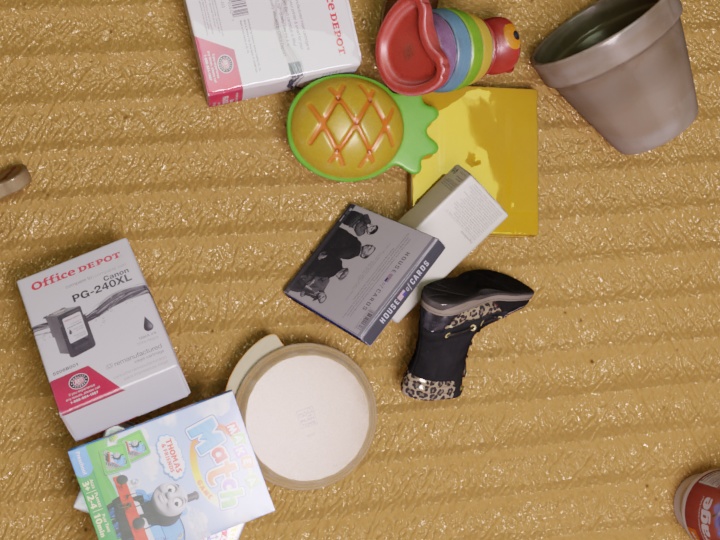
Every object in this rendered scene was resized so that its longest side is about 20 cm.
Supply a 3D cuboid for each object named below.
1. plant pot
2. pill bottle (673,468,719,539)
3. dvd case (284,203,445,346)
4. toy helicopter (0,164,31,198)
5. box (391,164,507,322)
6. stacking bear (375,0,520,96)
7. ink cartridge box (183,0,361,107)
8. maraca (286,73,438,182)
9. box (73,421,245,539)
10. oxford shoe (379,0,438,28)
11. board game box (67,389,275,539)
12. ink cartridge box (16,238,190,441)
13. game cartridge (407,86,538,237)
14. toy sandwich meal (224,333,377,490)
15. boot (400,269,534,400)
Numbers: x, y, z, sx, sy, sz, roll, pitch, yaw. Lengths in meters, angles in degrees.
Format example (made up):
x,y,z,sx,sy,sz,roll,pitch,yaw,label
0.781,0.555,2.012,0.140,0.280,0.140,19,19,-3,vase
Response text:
x,y,z,sx,sy,sz,roll,pitch,yaw,label
0.351,-0.255,1.409,0.200,0.200,0.174,-38,110,-8,plant pot
0.482,0.315,1.380,0.112,0.200,0.112,1,86,-8,pill bottle
0.000,0.000,1.330,0.150,0.200,0.025,-52,125,-7,dvd case
-0.482,-0.069,1.299,0.200,0.132,0.079,-39,123,-25,toy helicopter
0.085,-0.035,1.375,0.200,0.068,0.082,-43,112,4,box
0.128,-0.285,1.383,0.200,0.114,0.122,-13,83,-39,stacking bear
-0.114,-0.304,1.379,0.200,0.084,0.145,-13,89,-8,ink cartridge box
0.004,-0.181,1.380,0.200,0.107,0.137,0,95,-13,maraca
-0.233,0.268,1.323,0.200,0.101,0.113,22,84,-7,box
0.072,-0.360,1.418,0.071,0.071,0.200,14,87,-10,oxford shoe
-0.219,0.244,1.257,0.200,0.037,0.151,-20,89,-11,board game box
-0.308,0.078,1.285,0.145,0.083,0.200,-23,60,-10,ink cartridge box
0.150,-0.145,1.441,0.176,0.032,0.200,2,85,-8,game cartridge
-0.080,0.181,1.372,0.205,0.070,0.205,0,89,-13,toy sandwich meal
0.135,0.083,1.396,0.200,0.073,0.151,-11,124,-48,boot
